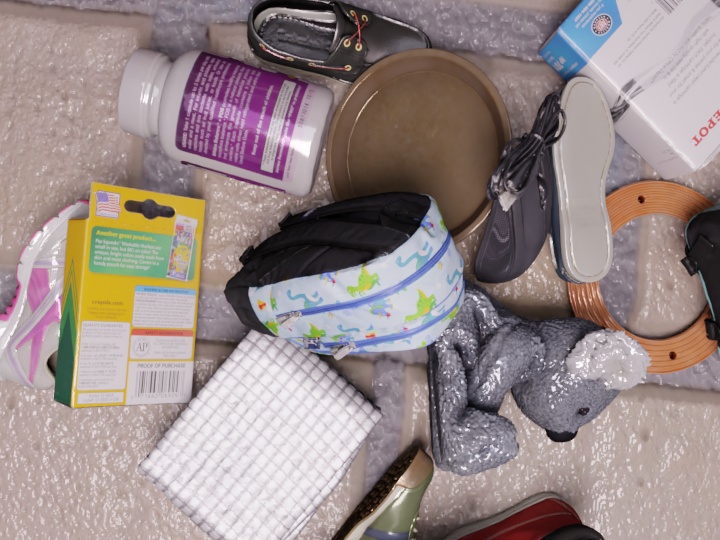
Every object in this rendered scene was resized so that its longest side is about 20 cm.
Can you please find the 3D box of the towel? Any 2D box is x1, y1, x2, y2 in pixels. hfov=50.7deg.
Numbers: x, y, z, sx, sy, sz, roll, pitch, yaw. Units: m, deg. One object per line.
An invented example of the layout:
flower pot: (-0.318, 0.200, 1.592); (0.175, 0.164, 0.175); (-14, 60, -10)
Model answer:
towel: (-0.096, 0.170, 0.760); (0.165, 0.086, 0.201); (40, 85, -3)

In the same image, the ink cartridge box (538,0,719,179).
ink cartridge box: (0.308, -0.219, 0.785); (0.200, 0.086, 0.147); (44, 88, -2)

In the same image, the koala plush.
koala plush: (0.165, 0.095, 0.733); (0.194, 0.178, 0.189); (-3, 78, 1)

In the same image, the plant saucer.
plant saucer: (0.058, -0.118, 0.768); (0.195, 0.029, 0.206); (0, 90, 22)

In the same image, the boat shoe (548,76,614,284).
boat shoe: (0.219, -0.089, 0.773); (0.073, 0.062, 0.206); (-6, 90, -13)

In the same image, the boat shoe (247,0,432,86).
boat shoe: (-0.020, -0.236, 0.784); (0.196, 0.063, 0.076); (7, 86, -4)

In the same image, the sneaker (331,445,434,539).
sneaker: (0.027, 0.282, 0.771); (0.089, 0.067, 0.201); (39, 92, -2)

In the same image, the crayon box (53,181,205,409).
crayon box: (-0.222, 0.026, 0.739); (0.124, 0.051, 0.206); (6, 88, -43)

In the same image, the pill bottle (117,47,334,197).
pill bottle: (-0.131, -0.151, 0.750); (0.195, 0.112, 0.115); (16, 88, -3)

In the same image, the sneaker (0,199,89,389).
sneaker: (-0.300, 0.029, 0.759); (0.087, 0.081, 0.204); (26, 94, -6)

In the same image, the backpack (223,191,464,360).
backpack: (0.000, 0.000, 0.689); (0.155, 0.198, 0.163); (55, 45, -9)

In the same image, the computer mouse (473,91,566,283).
computer mouse: (0.155, -0.052, 0.723); (0.052, 0.202, 0.139); (27, 57, 17)

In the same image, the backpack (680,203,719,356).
backpack: (0.441, -0.010, 0.745); (0.197, 0.152, 0.180); (-22, 91, -30)

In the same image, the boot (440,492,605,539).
boot: (0.137, 0.295, 0.735); (0.197, 0.144, 0.073); (-30, 90, -2)

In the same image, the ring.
ring: (0.315, 0.007, 0.814); (0.195, 0.019, 0.206); (0, 89, -3)
